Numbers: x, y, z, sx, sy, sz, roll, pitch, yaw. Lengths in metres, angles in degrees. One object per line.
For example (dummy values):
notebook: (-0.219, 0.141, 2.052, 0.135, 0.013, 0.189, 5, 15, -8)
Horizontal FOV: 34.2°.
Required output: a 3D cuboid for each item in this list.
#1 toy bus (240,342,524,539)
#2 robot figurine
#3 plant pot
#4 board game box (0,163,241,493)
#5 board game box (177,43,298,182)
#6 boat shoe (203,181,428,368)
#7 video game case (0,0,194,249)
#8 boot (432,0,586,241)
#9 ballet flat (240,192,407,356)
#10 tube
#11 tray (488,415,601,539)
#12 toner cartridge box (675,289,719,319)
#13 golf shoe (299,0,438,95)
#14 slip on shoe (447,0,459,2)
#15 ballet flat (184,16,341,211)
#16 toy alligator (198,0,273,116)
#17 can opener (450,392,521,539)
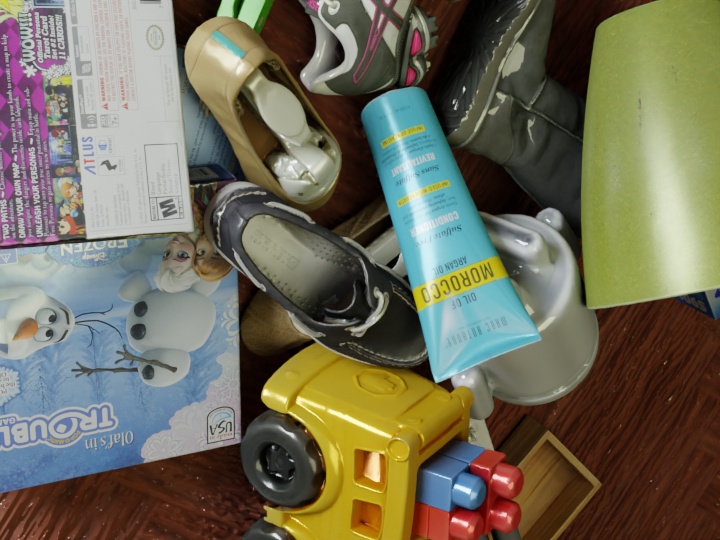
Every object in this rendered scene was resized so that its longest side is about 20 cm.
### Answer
toy bus: (0.022, 0.171, 0.861, 0.135, 0.191, 0.202, -28, 129, -54)
robot figurine: (0.122, 0.033, 0.909, 0.170, 0.113, 0.200, -55, 147, -14)
plant pot: (0.236, -0.089, 0.844, 0.186, 0.187, 0.202, -10, 88, -25)
board game box: (-0.179, 0.039, 0.784, 0.199, 0.043, 0.201, -9, 113, -25)
board game box: (-0.120, -0.050, 0.818, 0.102, 0.019, 0.201, 13, 103, -30)
boat shoe: (-0.017, 0.012, 0.791, 0.200, 0.060, 0.074, 41, 87, -27)
video game case: (-0.197, -0.114, 0.703, 0.180, 0.036, 0.202, -7, 92, -26)
boot: (0.158, -0.133, 0.908, 0.199, 0.073, 0.183, 23, 97, -32)
ballet flat: (0.000, 0.000, 0.871, 0.200, 0.072, 0.068, -37, 122, -11)
tube: (0.055, -0.029, 0.817, 0.077, 0.201, 0.050, -24, 163, 14)
tray: (0.119, 0.237, 1.051, 0.200, 0.037, 0.099, -49, 123, -4)
toner cartridge box: (0.346, -0.047, 1.028, 0.200, 0.095, 0.043, -38, 121, -11)
golf shoe: (0.005, -0.200, 0.767, 0.088, 0.077, 0.201, -19, 134, -22)
slip on shoe: (0.046, -0.276, 0.789, 0.061, 0.076, 0.201, -45, 131, -20)
ballet flat: (-0.052, -0.086, 0.777, 0.069, 0.063, 0.200, -51, 145, -7)
toy alligator: (-0.072, -0.201, 0.768, 0.054, 0.059, 0.201, 31, 95, 10)
can opener: (0.095, 0.183, 0.980, 0.052, 0.066, 0.201, -23, 108, -7)
